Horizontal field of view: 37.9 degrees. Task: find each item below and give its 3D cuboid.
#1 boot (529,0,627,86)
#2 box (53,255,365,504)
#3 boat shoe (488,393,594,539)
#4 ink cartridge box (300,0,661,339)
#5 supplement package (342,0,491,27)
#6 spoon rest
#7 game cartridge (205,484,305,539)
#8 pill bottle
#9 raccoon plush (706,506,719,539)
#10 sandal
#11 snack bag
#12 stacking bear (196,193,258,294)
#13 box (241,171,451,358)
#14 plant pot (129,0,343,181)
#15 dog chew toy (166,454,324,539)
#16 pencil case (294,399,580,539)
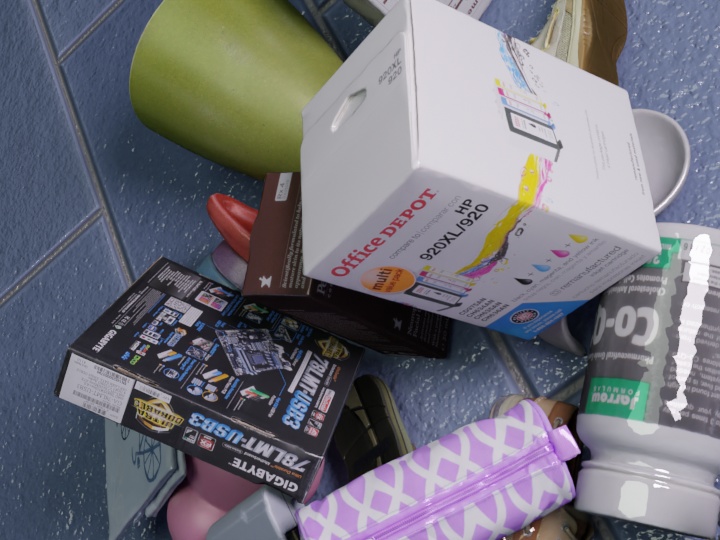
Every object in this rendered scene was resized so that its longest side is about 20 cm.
[{"bbox_3d":[0.143,-0.174,0.893,0.154,0.072,0.201,-15,53,41],"label":"boot"},{"bbox_3d":[-0.107,0.077,0.825,0.198,0.200,0.050,25,112,0],"label":"box"},{"bbox_3d":[0.132,0.189,0.774,0.071,0.076,0.201,-7,72,30],"label":"boat shoe"},{"bbox_3d":[0.076,-0.064,0.727,0.147,0.199,0.145,-41,41,46],"label":"ink cartridge box"},{"bbox_3d":[0.024,-0.290,0.934,0.117,0.200,0.118,38,97,37],"label":"supplement package"},{"bbox_3d":[0.189,-0.035,0.820,0.099,0.061,0.201,22,88,40],"label":"spoon rest"},{"bbox_3d":[-0.049,0.267,0.786,0.201,0.040,0.133,62,144,14],"label":"game cartridge"},{"bbox_3d":[0.214,0.077,0.730,0.113,0.113,0.201,4,76,35],"label":"pill bottle"},{"bbox_3d":[0.201,0.198,0.667,0.133,0.097,0.201,-9,112,19],"label":"raccoon plush"},{"bbox_3d":[0.026,0.175,0.867,0.080,0.057,0.202,-33,43,25],"label":"sandal"},{"bbox_3d":[-0.202,0.138,0.964,0.200,0.021,0.189,-50,42,46],"label":"snack bag"},{"bbox_3d":[-0.124,0.049,0.983,0.200,0.121,0.114,-58,44,16],"label":"stacking bear"},{"bbox_3d":[0.000,0.000,0.848,0.075,0.200,0.101,0,74,38],"label":"box"},{"bbox_3d":[-0.082,-0.161,0.996,0.200,0.187,0.188,37,96,22],"label":"plant pot"},{"bbox_3d":[-0.111,0.204,0.911,0.124,0.124,0.201,29,99,38],"label":"dog chew toy"},{"bbox_3d":[0.049,0.160,0.714,0.199,0.086,0.084,-27,69,-6],"label":"pencil case"}]
